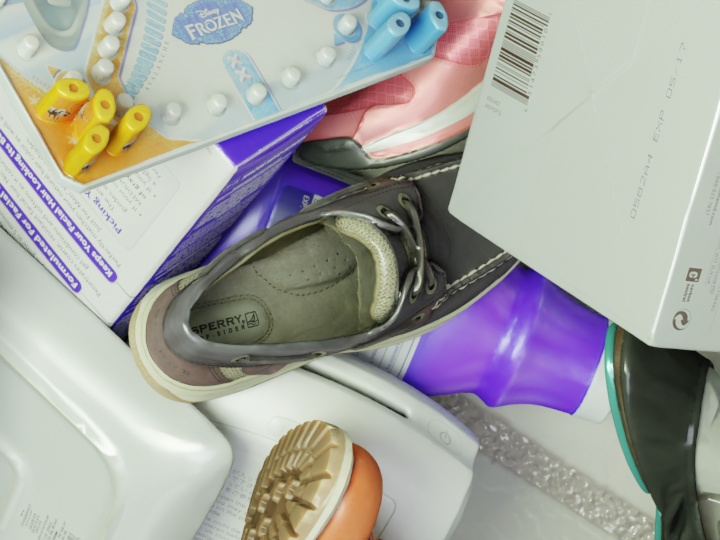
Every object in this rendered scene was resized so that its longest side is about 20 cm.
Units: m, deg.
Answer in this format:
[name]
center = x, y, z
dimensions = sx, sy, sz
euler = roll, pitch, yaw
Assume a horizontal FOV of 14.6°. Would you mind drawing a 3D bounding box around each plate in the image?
[plate]
center = -0.163, 0.081, 1.248
dimensions = 0.200, 0.032, 0.200
euler = 41, 134, 13

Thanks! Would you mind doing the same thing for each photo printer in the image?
[photo printer]
center = -0.046, 0.106, 1.272
dimensions = 0.165, 0.070, 0.200
euler = 23, 135, -6

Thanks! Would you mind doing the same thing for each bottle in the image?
[bottle]
center = 0.024, 0.012, 1.263
dimensions = 0.199, 0.065, 0.084
euler = 20, 107, -5

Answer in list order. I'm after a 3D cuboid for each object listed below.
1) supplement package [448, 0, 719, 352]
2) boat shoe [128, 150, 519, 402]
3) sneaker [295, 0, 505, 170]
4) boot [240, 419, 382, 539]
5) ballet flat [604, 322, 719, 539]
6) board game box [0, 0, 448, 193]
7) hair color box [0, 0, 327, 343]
[supplement package]
center = 0.170, -0.059, 1.125
dimensions = 0.199, 0.151, 0.153
euler = 6, 108, -33
[boat shoe]
center = 0.000, 0.000, 1.179
dimensions = 0.199, 0.065, 0.072
euler = -20, 91, -22
[sneaker]
center = 0.053, -0.113, 1.217
dimensions = 0.199, 0.074, 0.087
euler = -26, 99, 7
[boot]
center = -0.005, 0.136, 1.194
dimensions = 0.106, 0.075, 0.200
euler = 16, 144, -4
[ballet flat]
center = 0.157, 0.091, 1.266
dimensions = 0.068, 0.068, 0.201
euler = 0, 138, 17
[board game box]
center = -0.082, -0.148, 1.107
dimensions = 0.201, 0.199, 0.026
euler = 60, 141, 9
[hair color box]
center = -0.106, -0.047, 1.187
dimensions = 0.109, 0.065, 0.200
euler = 50, 139, 6
